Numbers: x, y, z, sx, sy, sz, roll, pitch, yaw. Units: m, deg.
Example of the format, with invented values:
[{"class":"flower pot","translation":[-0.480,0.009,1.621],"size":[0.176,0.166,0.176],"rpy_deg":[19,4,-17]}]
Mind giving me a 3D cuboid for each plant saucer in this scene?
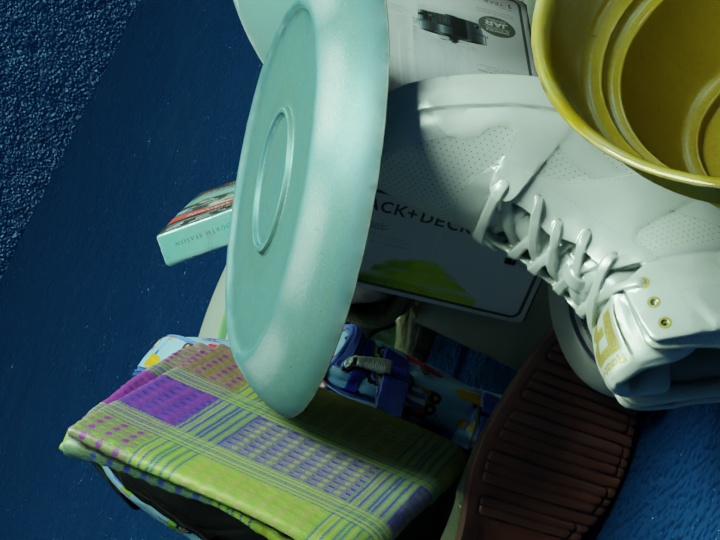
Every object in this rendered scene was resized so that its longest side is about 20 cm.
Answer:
[{"class":"plant saucer","translation":[-0.028,-0.038,0.974],"size":[0.200,0.027,0.202],"rpy_deg":[-170,90,-76]}]

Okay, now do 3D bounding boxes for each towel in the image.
[{"class":"towel","translation":[-0.036,0.080,0.976],"size":[0.200,0.143,0.023],"rpy_deg":[-32,-36,-74]}]

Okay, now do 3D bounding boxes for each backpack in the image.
[{"class":"backpack","translation":[-0.037,0.090,1.156],"size":[0.183,0.199,0.135],"rpy_deg":[170,124,-81]}]

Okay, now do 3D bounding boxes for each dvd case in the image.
[{"class":"dvd case","translation":[-0.035,-0.048,1.283],"size":[0.145,0.022,0.200],"rpy_deg":[-19,8,5]}]

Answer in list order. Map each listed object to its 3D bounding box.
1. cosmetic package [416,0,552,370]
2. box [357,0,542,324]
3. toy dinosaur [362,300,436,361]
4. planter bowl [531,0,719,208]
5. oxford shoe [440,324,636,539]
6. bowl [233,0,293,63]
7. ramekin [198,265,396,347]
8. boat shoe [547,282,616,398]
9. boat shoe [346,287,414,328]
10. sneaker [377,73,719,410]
[{"class":"cosmetic package","translation":[0.097,-0.061,1.197],"size":[0.105,0.071,0.201],"rpy_deg":[-46,26,50]},{"class":"box","translation":[0.027,-0.069,1.084],"size":[0.201,0.116,0.060],"rpy_deg":[-95,21,-53]},{"class":"toy dinosaur","translation":[0.027,0.009,1.314],"size":[0.047,0.087,0.201],"rpy_deg":[50,-125,-60]},{"class":"planter bowl","translation":[0.173,-0.079,0.879],"size":[0.084,0.199,0.202],"rpy_deg":[67,-154,-46]},{"class":"oxford shoe","translation":[0.069,0.110,1.047],"size":[0.201,0.070,0.074],"rpy_deg":[-66,13,0]},{"class":"bowl","translation":[0.013,-0.196,1.505],"size":[0.105,0.200,0.202],"rpy_deg":[-26,38,36]},{"class":"ramekin","translation":[-0.030,0.027,1.436],"size":[0.201,0.097,0.201],"rpy_deg":[-56,18,29]},{"class":"boat shoe","translation":[0.144,-0.046,1.014],"size":[0.093,0.074,0.201],"rpy_deg":[134,153,-58]},{"class":"boat shoe","translation":[0.000,0.000,1.203],"size":[0.200,0.071,0.065],"rpy_deg":[113,140,-81]},{"class":"sneaker","translation":[0.092,-0.008,0.913],"size":[0.074,0.198,0.116],"rpy_deg":[107,173,-52]}]
